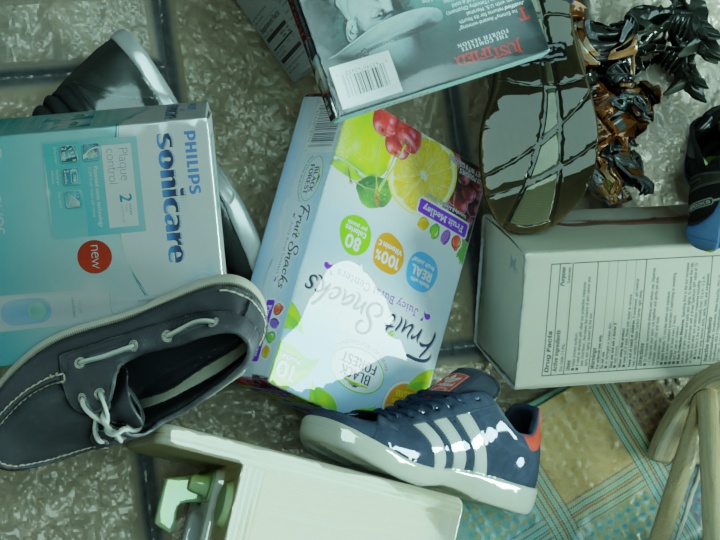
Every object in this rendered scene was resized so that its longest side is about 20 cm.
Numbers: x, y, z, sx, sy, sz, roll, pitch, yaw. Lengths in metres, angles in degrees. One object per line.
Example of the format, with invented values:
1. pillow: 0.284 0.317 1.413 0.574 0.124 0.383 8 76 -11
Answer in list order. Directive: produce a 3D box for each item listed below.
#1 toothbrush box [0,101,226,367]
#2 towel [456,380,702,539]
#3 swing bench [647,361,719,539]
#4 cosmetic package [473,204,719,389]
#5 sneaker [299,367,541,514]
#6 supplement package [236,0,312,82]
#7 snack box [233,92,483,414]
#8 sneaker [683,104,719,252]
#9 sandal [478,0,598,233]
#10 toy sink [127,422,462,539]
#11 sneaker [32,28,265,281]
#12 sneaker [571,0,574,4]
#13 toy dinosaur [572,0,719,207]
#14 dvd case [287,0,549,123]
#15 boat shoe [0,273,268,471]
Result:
1. toothbrush box: -0.185 -0.022 1.246 0.200 0.085 0.147 -5 103 -4
2. towel: 0.147 0.158 1.391 0.200 0.022 0.147 -28 91 -20
3. swing bench: 0.303 0.180 1.366 0.199 0.130 0.200 16 75 -20
4. cosmetic package: 0.187 0.015 1.373 0.200 0.087 0.103 -2 111 -17
5. sneaker: 0.043 0.098 1.292 0.200 0.075 0.085 20 82 -44
6. supplement package: 0.008 -0.231 1.316 0.156 0.200 0.111 -35 92 -18
7. snack box: 0.000 0.000 1.326 0.142 0.053 0.200 27 73 -39
8. sneaker: 0.258 -0.076 1.364 0.071 0.200 0.083 8 112 8
9. sandal: 0.111 -0.123 1.338 0.082 0.055 0.200 -8 83 -4
10. toy sink: -0.056 0.177 1.271 0.200 0.130 0.112 16 79 -14
11. sneaker: -0.142 -0.051 1.320 0.099 0.071 0.200 -34 92 -10
12. sneaker: 0.160 -0.231 1.387 0.199 0.081 0.115 5 74 25
13. toy dinosaur: 0.179 -0.150 1.413 0.136 0.102 0.200 -14 97 -3
14. dvd case: 0.016 -0.203 1.198 0.146 0.022 0.200 -20 87 -17
15. boat shoe: -0.146 0.069 1.196 0.200 0.063 0.073 -28 115 8
